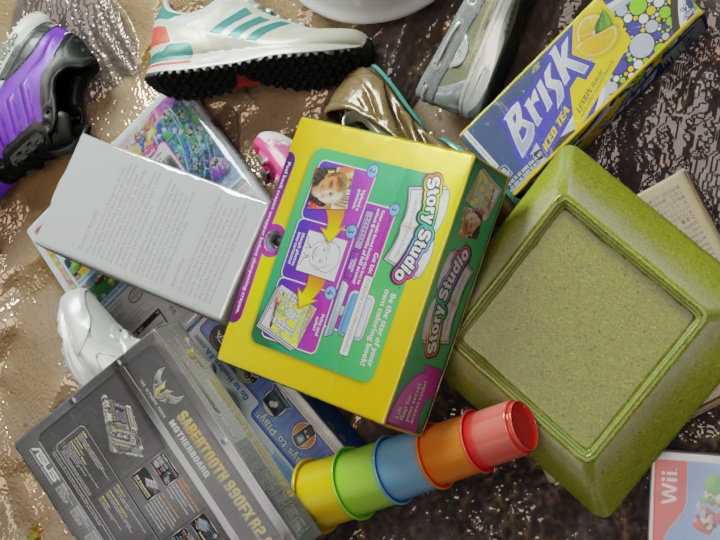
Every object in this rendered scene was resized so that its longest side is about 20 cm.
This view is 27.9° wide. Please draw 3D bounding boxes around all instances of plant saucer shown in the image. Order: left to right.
[{"bbox_3d":[0.160,0.042,1.052,0.200,0.048,0.201,41,100,17],"label":"plant saucer"}]

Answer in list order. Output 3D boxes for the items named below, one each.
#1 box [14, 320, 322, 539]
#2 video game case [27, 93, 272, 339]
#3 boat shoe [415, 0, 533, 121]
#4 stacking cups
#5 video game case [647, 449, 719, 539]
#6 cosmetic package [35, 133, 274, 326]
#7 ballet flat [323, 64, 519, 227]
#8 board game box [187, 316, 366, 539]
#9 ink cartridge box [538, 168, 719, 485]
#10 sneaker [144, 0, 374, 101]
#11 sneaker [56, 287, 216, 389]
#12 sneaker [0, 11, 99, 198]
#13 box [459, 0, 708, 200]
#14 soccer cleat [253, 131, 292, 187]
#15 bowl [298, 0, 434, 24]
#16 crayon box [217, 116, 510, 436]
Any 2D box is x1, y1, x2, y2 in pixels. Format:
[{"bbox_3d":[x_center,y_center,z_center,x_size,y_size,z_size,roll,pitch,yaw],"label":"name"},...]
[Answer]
[{"bbox_3d":[-0.148,0.166,1.102,0.158,0.048,0.201,-38,84,17],"label":"box"},{"bbox_3d":[-0.176,-0.033,1.254,0.200,0.024,0.183,-43,68,12],"label":"video game case"},{"bbox_3d":[0.103,-0.223,1.155,0.064,0.074,0.205,20,100,14],"label":"boat shoe"},{"bbox_3d":[0.042,0.146,1.072,0.198,0.060,0.061,-21,80,32],"label":"stacking cups"},{"bbox_3d":[0.314,0.213,1.082,0.197,0.017,0.145,2,88,19],"label":"video game case"},{"bbox_3d":[-0.158,-0.029,1.186,0.198,0.071,0.103,21,84,26],"label":"cosmetic package"},{"bbox_3d":[0.039,-0.085,1.152,0.072,0.068,0.200,-38,64,-11],"label":"ballet flat"},{"bbox_3d":[-0.111,0.164,1.211,0.196,0.056,0.200,-45,74,11],"label":"board game box"},{"bbox_3d":[0.200,0.044,1.102,0.198,0.075,0.166,-28,79,14],"label":"ink cartridge box"},{"bbox_3d":[-0.087,-0.203,1.219,0.197,0.070,0.095,-5,72,13],"label":"sneaker"},{"bbox_3d":[-0.167,0.089,1.174,0.099,0.078,0.201,-35,85,6],"label":"sneaker"},{"bbox_3d":[-0.296,-0.121,1.285,0.099,0.069,0.202,28,96,16],"label":"sneaker"},{"bbox_3d":[0.174,-0.147,1.129,0.200,0.064,0.070,-44,75,11],"label":"box"},{"bbox_3d":[-0.006,-0.050,1.191,0.086,0.070,0.200,-37,73,-10],"label":"soccer cleat"},{"bbox_3d":[0.002,-0.311,1.173,0.198,0.090,0.204,-3,79,16],"label":"bowl"},{"bbox_3d":[0.000,0.000,1.082,0.171,0.058,0.203,17,86,37],"label":"crayon box"}]
